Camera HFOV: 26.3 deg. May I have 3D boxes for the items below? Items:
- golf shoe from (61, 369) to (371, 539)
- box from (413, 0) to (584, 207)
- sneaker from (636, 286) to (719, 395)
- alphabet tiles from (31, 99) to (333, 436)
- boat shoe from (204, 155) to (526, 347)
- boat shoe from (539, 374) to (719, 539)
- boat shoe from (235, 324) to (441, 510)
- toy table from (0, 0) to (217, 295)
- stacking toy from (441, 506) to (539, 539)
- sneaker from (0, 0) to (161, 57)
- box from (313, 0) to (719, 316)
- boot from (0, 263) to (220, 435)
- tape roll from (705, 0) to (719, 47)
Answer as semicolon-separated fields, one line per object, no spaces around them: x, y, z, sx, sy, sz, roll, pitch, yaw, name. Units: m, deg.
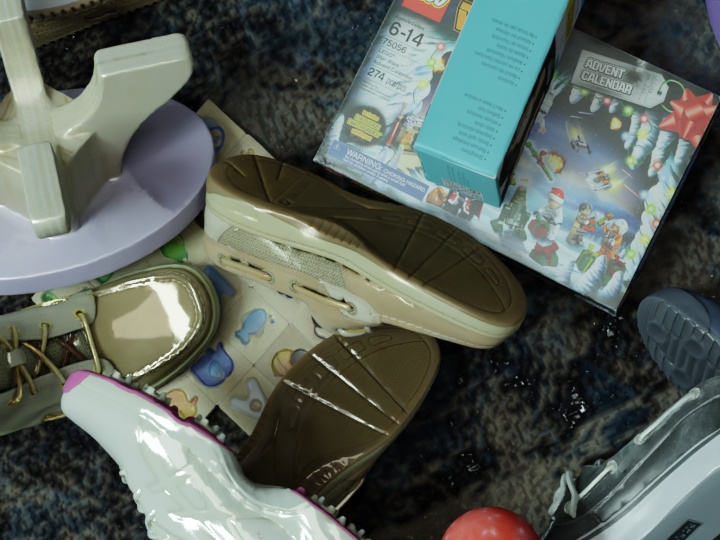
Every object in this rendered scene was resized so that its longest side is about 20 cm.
-0.087;0.129;0.810;0.199;0.075;0.092;34;78;9;golf shoe
0.091;-0.141;0.847;0.049;0.082;0.201;22;85;9;box
0.249;0.064;0.861;0.200;0.070;0.082;39;63;15;sneaker
-0.100;0.000;0.941;0.200;0.006;0.167;42;91;10;alphabet tiles
0.000;0.000;0.871;0.199;0.071;0.065;26;124;22;boat shoe
0.141;0.134;0.852;0.200;0.073;0.068;-49;42;27;boat shoe
-0.031;0.107;0.892;0.071;0.065;0.200;41;75;16;boat shoe
-0.184;-0.071;0.872;0.199;0.117;0.185;-24;62;-12;toy table
0.107;0.200;0.803;0.085;0.085;0.201;-32;114;4;stacking toy
-0.192;-0.205;0.942;0.199;0.071;0.113;-19;86;-1;sneaker
0.091;-0.079;0.902;0.199;0.040;0.138;26;88;11;box
-0.186;0.050;0.867;0.199;0.155;0.073;-21;83;11;boot
0.293;-0.177;0.858;0.198;0.085;0.202;-1;83;9;tape roll
